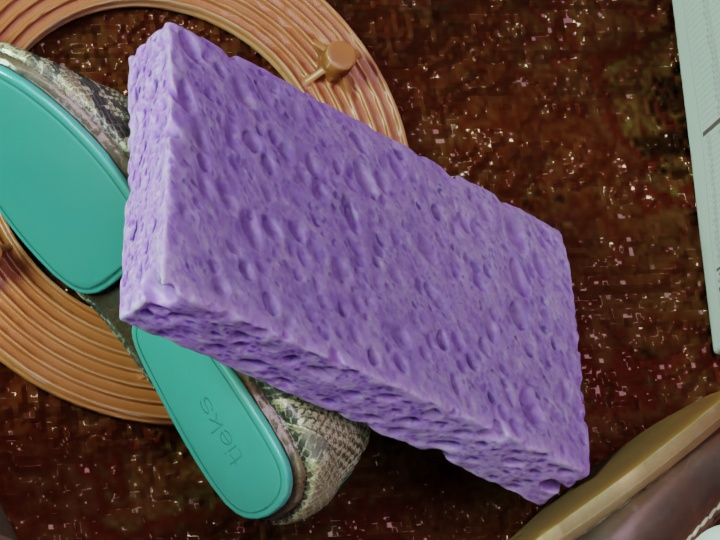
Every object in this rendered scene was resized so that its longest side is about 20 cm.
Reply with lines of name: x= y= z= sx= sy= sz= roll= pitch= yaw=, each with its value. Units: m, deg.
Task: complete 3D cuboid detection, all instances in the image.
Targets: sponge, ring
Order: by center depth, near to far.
sponge: x=0.000 y=0.000 z=0.995 sx=0.200 sy=0.030 sz=0.112 roll=26 pitch=46 yaw=-35
ring: x=-0.073 y=-0.041 z=1.047 sx=0.199 sy=0.019 sz=0.201 roll=7 pitch=67 yaw=-17

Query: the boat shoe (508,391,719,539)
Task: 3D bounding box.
boat shoe: x=0.074 y=0.122 z=1.012 sx=0.200 sy=0.070 sz=0.070 roll=-37 pitch=90 yaw=-20

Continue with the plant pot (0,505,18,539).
plant pot: x=-0.184 y=0.091 z=0.878 sx=0.199 sy=0.201 sz=0.175 roll=-1 pitch=52 yaw=-20

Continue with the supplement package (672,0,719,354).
supplement package: x=0.197 y=-0.076 z=1.104 sx=0.109 sy=0.114 sz=0.201 roll=2 pitch=71 yaw=-18

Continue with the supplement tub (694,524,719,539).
supplement tub: x=0.097 y=0.194 z=0.926 sx=0.200 sy=0.132 sz=0.132 roll=-44 pitch=88 yaw=-10

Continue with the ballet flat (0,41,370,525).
ballet flat: x=-0.066 y=-0.003 z=0.997 sx=0.200 sy=0.068 sz=0.075 roll=53 pitch=41 yaw=-1
